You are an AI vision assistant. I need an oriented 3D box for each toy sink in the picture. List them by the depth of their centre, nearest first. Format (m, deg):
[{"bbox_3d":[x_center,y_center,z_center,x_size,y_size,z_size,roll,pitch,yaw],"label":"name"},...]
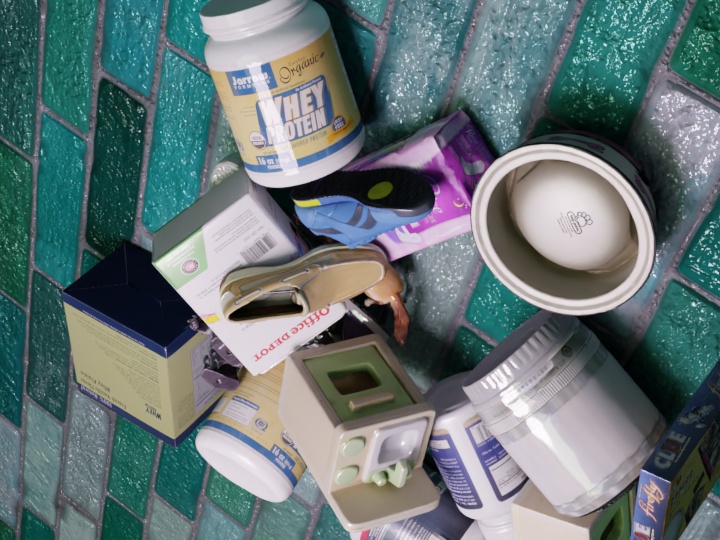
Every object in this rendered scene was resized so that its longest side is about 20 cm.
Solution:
[{"bbox_3d":[0.005,0.185,1.609,0.201,0.129,0.113,55,146,40],"label":"toy sink"},{"bbox_3d":[0.266,0.331,1.647,0.111,0.130,0.202,14,128,32],"label":"toy sink"}]

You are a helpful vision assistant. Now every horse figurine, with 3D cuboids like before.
[{"bbox_3d":[0.000,0.000,1.650,0.200,0.050,0.133,46,169,6],"label":"horse figurine"}]

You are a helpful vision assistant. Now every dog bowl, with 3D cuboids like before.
[{"bbox_3d":[0.217,-0.057,1.413,0.198,0.074,0.202,15,127,21],"label":"dog bowl"}]

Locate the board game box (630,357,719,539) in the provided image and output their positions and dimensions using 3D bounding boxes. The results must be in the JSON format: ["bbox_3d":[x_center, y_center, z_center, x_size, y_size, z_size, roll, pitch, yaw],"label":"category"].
[{"bbox_3d":[0.343,0.201,1.423,0.034,0.200,0.137,22,133,28],"label":"board game box"}]

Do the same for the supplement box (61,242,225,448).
[{"bbox_3d":[-0.303,0.107,1.964,0.198,0.134,0.202,25,136,26],"label":"supplement box"}]

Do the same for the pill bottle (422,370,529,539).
[{"bbox_3d":[0.152,0.235,1.684,0.110,0.111,0.202,-8,115,44],"label":"pill bottle"}]

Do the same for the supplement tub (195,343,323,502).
[{"bbox_3d":[-0.107,0.182,1.779,0.144,0.201,0.145,28,159,12],"label":"supplement tub"}]

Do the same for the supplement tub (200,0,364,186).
[{"bbox_3d":[-0.088,-0.211,1.512,0.143,0.145,0.202,3,123,40],"label":"supplement tub"}]

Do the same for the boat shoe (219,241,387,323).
[{"bbox_3d":[-0.062,0.025,1.551,0.198,0.076,0.072,-17,120,2],"label":"boat shoe"}]

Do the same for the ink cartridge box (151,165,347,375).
[{"bbox_3d":[-0.131,0.003,1.623,0.144,0.084,0.200,-35,117,10],"label":"ink cartridge box"}]

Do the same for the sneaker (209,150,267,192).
[{"bbox_3d":[-0.152,-0.064,1.708,0.073,0.118,0.202,26,120,11],"label":"sneaker"}]

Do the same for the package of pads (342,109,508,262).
[{"bbox_3d":[0.066,-0.088,1.538,0.199,0.076,0.121,-21,110,48],"label":"package of pads"}]

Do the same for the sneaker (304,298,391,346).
[{"bbox_3d":[-0.062,0.047,1.725,0.200,0.088,0.076,42,180,9],"label":"sneaker"}]

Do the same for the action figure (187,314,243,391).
[{"bbox_3d":[-0.172,0.058,1.781,0.069,0.201,0.130,26,122,-21],"label":"action figure"}]

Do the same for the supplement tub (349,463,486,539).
[{"bbox_3d":[0.098,0.349,1.798,0.199,0.140,0.141,32,137,17],"label":"supplement tub"}]

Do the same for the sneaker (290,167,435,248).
[{"bbox_3d":[0.011,-0.064,1.503,0.198,0.066,0.079,4,132,42],"label":"sneaker"}]

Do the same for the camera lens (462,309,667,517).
[{"bbox_3d":[0.230,0.159,1.519,0.200,0.160,0.160,49,139,-2],"label":"camera lens"}]
